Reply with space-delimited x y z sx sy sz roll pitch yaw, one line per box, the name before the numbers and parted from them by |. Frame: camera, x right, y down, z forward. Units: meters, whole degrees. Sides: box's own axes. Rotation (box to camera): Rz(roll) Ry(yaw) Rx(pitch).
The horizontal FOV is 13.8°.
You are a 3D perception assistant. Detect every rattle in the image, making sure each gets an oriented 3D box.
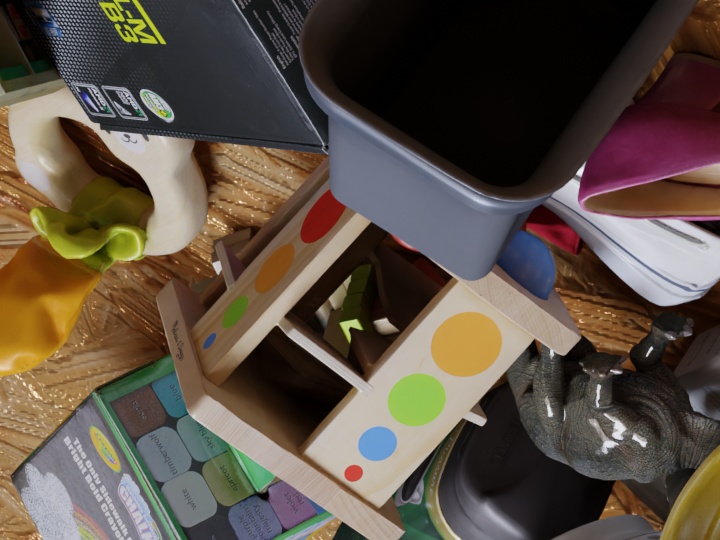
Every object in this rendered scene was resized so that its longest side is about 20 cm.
rattle | -0.153 -0.050 1.563 0.130 0.143 0.200 55 154 7

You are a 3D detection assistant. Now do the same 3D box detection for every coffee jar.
coffee jar | 0.059 0.133 1.611 0.085 0.104 0.200 35 148 -8

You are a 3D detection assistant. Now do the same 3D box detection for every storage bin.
storage bin | 0.055 -0.101 1.261 0.145 0.200 0.134 32 156 8

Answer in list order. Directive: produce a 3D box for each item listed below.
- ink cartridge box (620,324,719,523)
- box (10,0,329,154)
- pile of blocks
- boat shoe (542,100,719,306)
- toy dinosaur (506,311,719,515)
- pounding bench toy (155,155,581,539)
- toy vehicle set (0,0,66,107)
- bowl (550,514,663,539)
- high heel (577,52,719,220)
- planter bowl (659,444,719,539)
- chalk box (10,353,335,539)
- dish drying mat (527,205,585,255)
ink cartridge box | 0.230 0.110 1.480 0.200 0.044 0.174 44 147 -10
box | -0.105 -0.145 1.340 0.193 0.048 0.200 13 141 53
pile of blocks | -0.027 0.018 1.572 0.200 0.082 0.062 5 134 40
boat shoe | 0.101 -0.065 1.373 0.200 0.074 0.067 35 140 -16
toy dinosaur | 0.112 0.065 1.435 0.200 0.077 0.102 15 127 32
pounding bench toy | 0.000 0.000 1.434 0.124 0.156 0.200 36 -167 -24
toy vehicle set | -0.186 -0.139 1.428 0.026 0.200 0.124 -28 93 9
bowl | 0.125 0.184 1.502 0.094 0.200 0.201 65 154 22
high heel | 0.196 -0.034 1.286 0.200 0.096 0.067 22 144 22
planter bowl | 0.240 0.155 1.375 0.200 0.201 0.083 25 -174 19
chalk box | -0.091 0.113 1.683 0.125 0.124 0.200 61 147 7
dish drying mat | 0.026 -0.072 1.454 0.200 0.018 0.077 31 168 7
